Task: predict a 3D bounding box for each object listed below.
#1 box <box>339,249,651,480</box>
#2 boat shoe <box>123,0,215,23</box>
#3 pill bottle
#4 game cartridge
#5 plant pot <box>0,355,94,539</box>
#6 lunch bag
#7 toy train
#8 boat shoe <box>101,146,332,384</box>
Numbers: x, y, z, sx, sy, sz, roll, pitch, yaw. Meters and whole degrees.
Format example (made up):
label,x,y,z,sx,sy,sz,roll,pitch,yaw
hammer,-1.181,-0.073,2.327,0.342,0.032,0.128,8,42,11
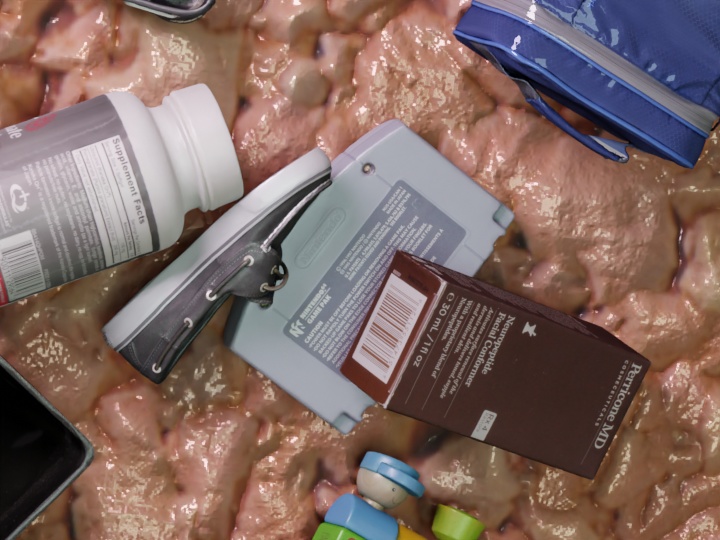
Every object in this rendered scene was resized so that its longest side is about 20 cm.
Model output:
label,x,y,z,sx,sy,sz,roll,pitch,yaw
box,0.096,0.068,1.773,0.200,0.075,0.100,20,99,-35
boat shoe,-0.178,-0.225,1.655,0.200,0.063,0.073,30,93,-20
pill bottle,-0.183,-0.053,1.668,0.199,0.111,0.111,-20,107,-11
game cartridge,0.000,0.000,1.774,0.133,0.041,0.200,38,90,-24
plant pot,-0.320,0.099,1.629,0.200,0.177,0.200,-45,110,-3
lunch bag,0.172,-0.153,1.735,0.200,0.136,0.133,30,93,-21
toy train,0.056,0.222,1.824,0.200,0.085,0.116,31,79,-20
boat shoe,-0.085,0.001,1.714,0.200,0.070,0.066,-41,90,6
